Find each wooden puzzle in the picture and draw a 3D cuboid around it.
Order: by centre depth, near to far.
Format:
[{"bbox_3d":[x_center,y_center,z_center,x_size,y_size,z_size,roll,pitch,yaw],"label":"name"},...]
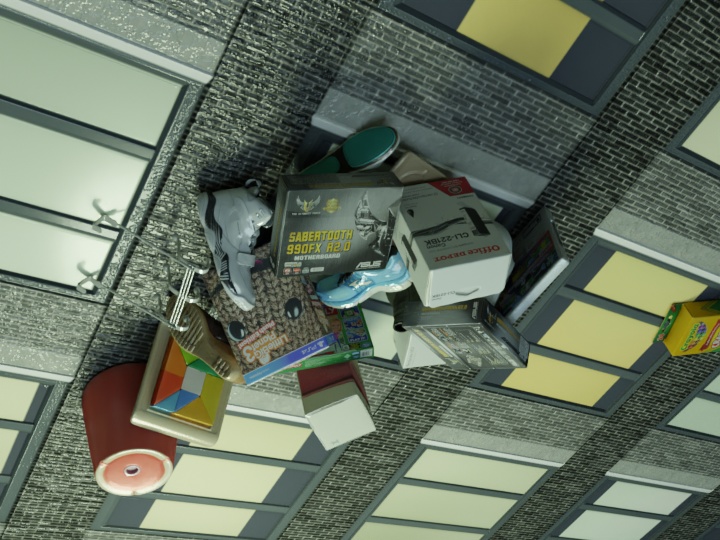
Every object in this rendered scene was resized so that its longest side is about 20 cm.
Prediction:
[{"bbox_3d":[0.080,-0.111,1.433,0.198,0.047,0.185,24,120,-40],"label":"wooden puzzle"},{"bbox_3d":[-0.313,0.207,1.507,0.183,0.204,0.037,27,161,-37],"label":"wooden puzzle"}]

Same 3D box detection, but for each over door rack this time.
[{"bbox_3d":[-0.356,-0.001,1.357,0.196,0.067,0.149,23,124,-6],"label":"over door rack"}]

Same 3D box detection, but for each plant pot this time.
[{"bbox_3d":[-0.431,0.309,1.544,0.196,0.179,0.203,-9,133,-9],"label":"plant pot"}]

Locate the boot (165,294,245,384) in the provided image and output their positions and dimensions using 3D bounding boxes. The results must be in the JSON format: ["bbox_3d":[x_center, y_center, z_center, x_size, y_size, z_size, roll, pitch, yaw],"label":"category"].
[{"bbox_3d":[-0.257,0.126,1.492,0.072,0.200,0.166,-45,166,11],"label":"boot"}]

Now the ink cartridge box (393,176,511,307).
[{"bbox_3d":[0.140,-0.050,1.336,0.141,0.202,0.085,-11,138,-14],"label":"ink cartridge box"}]

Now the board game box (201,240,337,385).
[{"bbox_3d":[-0.154,0.068,1.396,0.157,0.203,0.097,-25,176,6],"label":"board game box"}]

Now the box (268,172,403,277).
[{"bbox_3d":[-0.040,-0.073,1.301,0.196,0.049,0.161,-4,127,-24],"label":"box"}]

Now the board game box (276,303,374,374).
[{"bbox_3d":[-0.085,0.118,1.518,0.195,0.136,0.030,-9,137,-11],"label":"board game box"}]

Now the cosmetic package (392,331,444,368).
[{"bbox_3d":[0.173,0.124,1.647,0.195,0.086,0.109,-6,136,-15],"label":"cosmetic package"}]

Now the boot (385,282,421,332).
[{"bbox_3d":[0.133,0.025,1.510,0.199,0.132,0.068,-37,131,15],"label":"boot"}]

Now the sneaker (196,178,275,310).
[{"bbox_3d":[-0.182,-0.045,1.315,0.113,0.204,0.075,-20,179,4],"label":"sneaker"}]

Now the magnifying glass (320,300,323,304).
[{"bbox_3d":[-0.104,0.061,1.512,0.196,0.080,0.023,-15,134,-20],"label":"magnifying glass"}]

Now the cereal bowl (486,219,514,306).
[{"bbox_3d":[0.223,0.012,1.479,0.082,0.200,0.203,27,129,12],"label":"cereal bowl"}]

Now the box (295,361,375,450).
[{"bbox_3d":[-0.055,0.214,1.569,0.107,0.202,0.129,-22,135,4],"label":"box"}]

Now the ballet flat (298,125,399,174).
[{"bbox_3d":[-0.019,-0.171,1.337,0.197,0.070,0.070,-28,134,12],"label":"ballet flat"}]

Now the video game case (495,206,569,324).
[{"bbox_3d":[0.299,0.002,1.512,0.023,0.184,0.201,29,119,-17],"label":"video game case"}]

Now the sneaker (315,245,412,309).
[{"bbox_3d":[0.000,0.000,1.467,0.196,0.080,0.090,-20,132,22],"label":"sneaker"}]

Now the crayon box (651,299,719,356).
[{"bbox_3d":[0.789,0.132,1.888,0.195,0.051,0.129,-4,133,-14],"label":"crayon box"}]

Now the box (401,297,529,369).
[{"bbox_3d":[0.189,0.115,1.435,0.156,0.049,0.200,-5,149,36],"label":"box"}]
